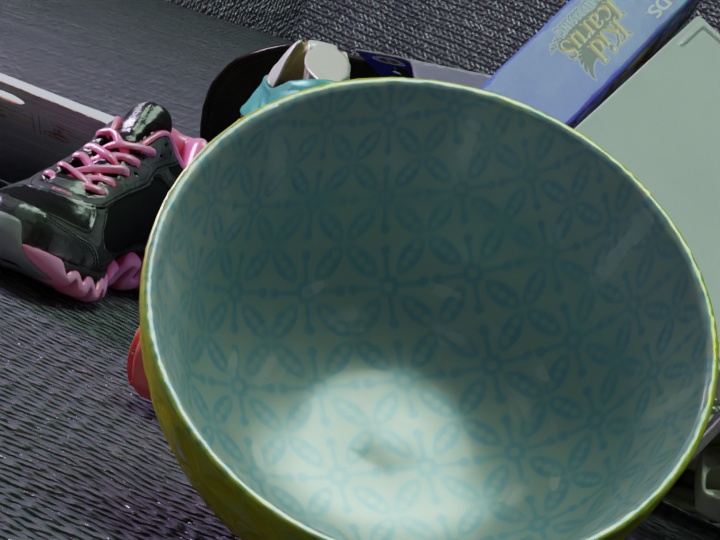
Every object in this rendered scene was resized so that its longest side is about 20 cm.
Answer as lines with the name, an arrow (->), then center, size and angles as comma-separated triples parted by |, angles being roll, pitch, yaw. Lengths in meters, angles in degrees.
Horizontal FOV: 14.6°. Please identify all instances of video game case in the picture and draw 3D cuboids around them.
video game case -> 0.077, -0.052, 1.348 | 0.045, 0.182, 0.200 | 38, 49, 9

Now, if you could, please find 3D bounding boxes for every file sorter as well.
file sorter -> 0.134, 0.005, 1.275 | 0.139, 0.125, 0.200 | 42, 38, 5

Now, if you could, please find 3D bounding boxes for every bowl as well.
bowl -> 0.016, 0.043, 0.984 | 0.199, 0.201, 0.108 | 21, -36, 3

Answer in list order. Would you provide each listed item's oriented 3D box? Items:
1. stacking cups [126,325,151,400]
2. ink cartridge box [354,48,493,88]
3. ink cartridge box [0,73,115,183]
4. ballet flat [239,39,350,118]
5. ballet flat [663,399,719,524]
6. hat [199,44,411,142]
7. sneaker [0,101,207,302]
stacking cups -> -0.002, 0.068, 1.099 | 0.199, 0.061, 0.060 | 19, 5, 27
ink cartridge box -> 0.097, -0.079, 1.523 | 0.199, 0.037, 0.095 | 15, -5, 14
ink cartridge box -> -0.201, -0.098, 1.526 | 0.162, 0.057, 0.200 | 21, -19, 0
ballet flat -> -0.024, -0.092, 1.558 | 0.067, 0.071, 0.200 | 18, 7, -10
ballet flat -> 0.164, 0.091, 1.354 | 0.199, 0.072, 0.072 | 23, 7, 17
hat -> -0.015, -0.059, 1.862 | 0.199, 0.081, 0.201 | 8, -38, 6
sneaker -> -0.127, -0.039, 1.357 | 0.079, 0.096, 0.200 | 24, 9, 16
